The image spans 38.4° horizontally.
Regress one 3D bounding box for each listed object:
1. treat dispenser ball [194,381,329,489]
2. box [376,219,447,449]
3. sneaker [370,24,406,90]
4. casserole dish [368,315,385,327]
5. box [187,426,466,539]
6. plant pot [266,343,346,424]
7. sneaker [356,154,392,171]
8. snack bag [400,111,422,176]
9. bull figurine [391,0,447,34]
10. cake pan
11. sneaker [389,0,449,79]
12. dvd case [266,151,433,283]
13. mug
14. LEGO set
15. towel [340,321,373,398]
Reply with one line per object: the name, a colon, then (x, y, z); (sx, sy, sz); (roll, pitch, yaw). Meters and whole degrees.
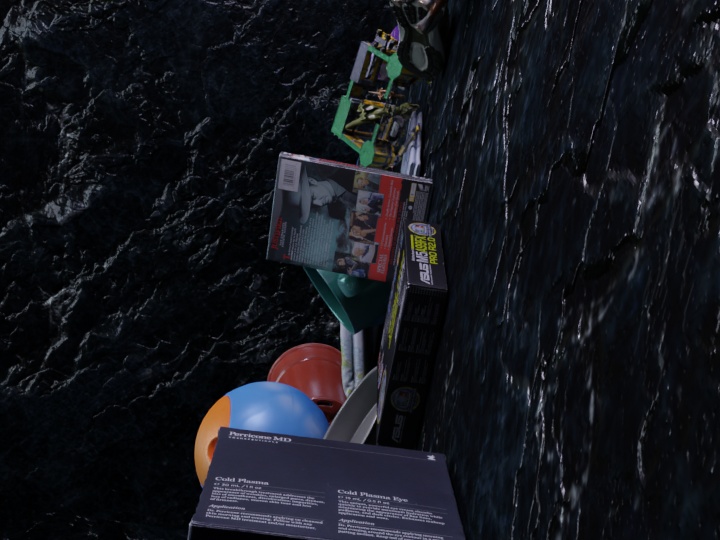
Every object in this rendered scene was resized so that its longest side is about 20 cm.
treat dispenser ball: (-0.135, 0.259, 1.466); (0.201, 0.199, 0.203); (-172, 90, -87)
box: (0.053, 0.068, 1.134); (0.161, 0.044, 0.202); (-86, 5, -62)
sneaker: (0.060, -0.406, 1.915); (0.200, 0.088, 0.081); (108, 171, -68)
casserole dish: (0.035, 0.005, 1.732); (0.122, 0.038, 0.201); (102, 175, -49)
box: (-0.027, 0.211, 0.795); (0.182, 0.198, 0.105); (-92, 10, -77)
plant pot: (-0.095, 0.287, 2.194); (0.195, 0.199, 0.202); (-109, 27, -67)
sneaker: (0.036, -0.211, 2.099); (0.200, 0.070, 0.083); (-101, 23, -66)
snack bag: (0.069, -0.116, 1.571); (0.189, 0.021, 0.201); (-85, 5, -59)
bull figurine: (0.092, -0.339, 1.139); (0.122, 0.065, 0.200); (-49, -5, 1)
cake pan: (-0.005, 0.211, 1.281); (0.201, 0.037, 0.200); (-56, 9, 14)
sneaker: (0.086, -0.343, 1.330); (0.201, 0.076, 0.089); (90, -158, -58)
dvd case: (-0.016, -0.065, 1.327); (0.022, 0.198, 0.147); (-74, -7, -69)
mug: (0.001, 0.005, 1.473); (0.185, 0.114, 0.153); (45, 166, 49)
LEGO set: (0.052, -0.244, 1.525); (0.153, 0.115, 0.202); (31, 112, 51)
towel: (-0.008, 0.113, 1.815); (0.171, 0.048, 0.202); (-62, -29, -75)
